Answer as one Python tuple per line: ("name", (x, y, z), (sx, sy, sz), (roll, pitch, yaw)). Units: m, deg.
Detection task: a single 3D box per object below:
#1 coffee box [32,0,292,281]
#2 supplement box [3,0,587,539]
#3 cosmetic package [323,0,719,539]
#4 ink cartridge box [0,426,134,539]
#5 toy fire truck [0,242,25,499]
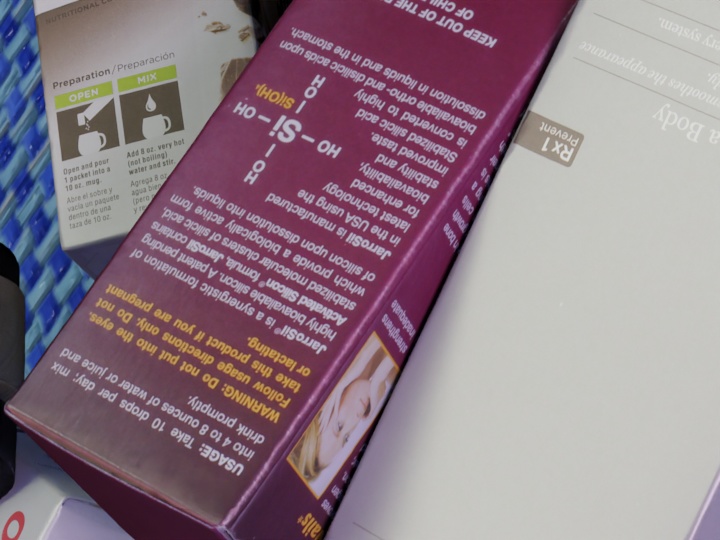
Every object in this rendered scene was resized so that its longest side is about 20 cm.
("coffee box", (-0.063, -0.088, 0.935), (0.080, 0.113, 0.200), (-14, 68, 10))
("supplement box", (0.000, 0.000, 0.782), (0.086, 0.110, 0.200), (26, 74, 29))
("cosmetic package", (0.083, 0.023, 0.737), (0.107, 0.090, 0.200), (24, 88, 30))
("ink cartridge box", (-0.151, 0.125, 1.000), (0.200, 0.083, 0.145), (29, 93, 55))
("toy fire truck", (-0.241, 0.020, 0.934), (0.176, 0.200, 0.129), (-34, 44, 34))
